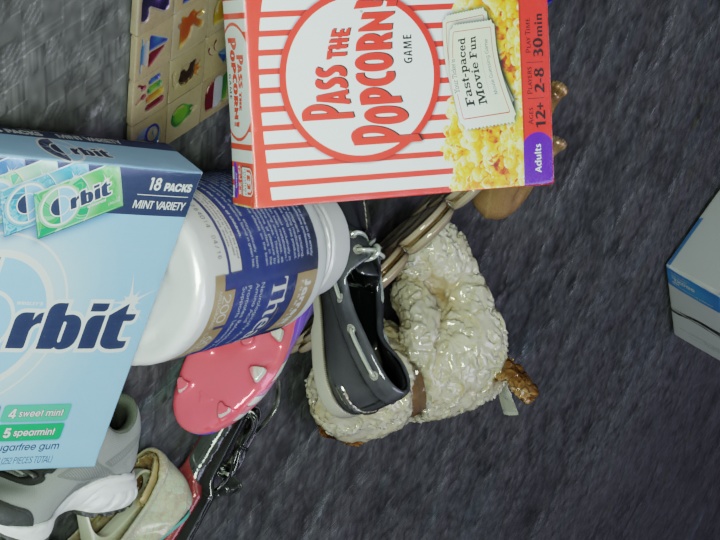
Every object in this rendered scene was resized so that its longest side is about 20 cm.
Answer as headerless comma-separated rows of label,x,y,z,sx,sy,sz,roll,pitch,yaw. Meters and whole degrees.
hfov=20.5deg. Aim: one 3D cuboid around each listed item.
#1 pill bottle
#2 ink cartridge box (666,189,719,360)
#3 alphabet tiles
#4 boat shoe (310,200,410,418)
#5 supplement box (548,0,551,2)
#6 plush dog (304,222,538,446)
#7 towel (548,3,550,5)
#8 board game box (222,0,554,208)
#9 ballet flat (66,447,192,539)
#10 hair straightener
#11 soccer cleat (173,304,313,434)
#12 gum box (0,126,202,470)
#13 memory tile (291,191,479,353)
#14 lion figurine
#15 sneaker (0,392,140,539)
pill bottle,-0.091,-0.008,1.275,0.200,0.111,0.111,-15,131,-59
ink cartridge box,0.449,0.002,2.434,0.145,0.084,0.200,-52,155,-15
alphabet tiles,-0.084,-0.177,1.222,0.167,0.008,0.200,-39,149,-40
boat shoe,0.000,0.000,1.382,0.073,0.063,0.200,3,78,-49
supplement box,0.108,-0.288,1.363,0.101,0.103,0.200,-31,145,-49
plush dog,0.035,0.082,1.634,0.172,0.161,0.200,-24,145,-18
towel,0.099,-0.186,1.516,0.200,0.024,0.145,-38,167,-42
board game box,0.018,-0.121,1.223,0.200,0.046,0.152,-6,98,-20
ballet flat,-0.197,0.198,1.395,0.200,0.067,0.062,-46,126,-37
hair straightener,-0.116,0.147,1.519,0.200,0.041,0.077,-64,157,-1
soccer cleat,-0.065,0.037,1.451,0.200,0.067,0.076,-59,161,-8
gum box,-0.195,0.019,1.122,0.170,0.045,0.200,4,115,-45
memory tile,0.021,-0.009,1.510,0.200,0.017,0.153,-44,-176,-14
lion figurine,0.119,-0.089,1.658,0.123,0.072,0.200,-57,155,-22
sneaker,-0.204,0.122,1.267,0.200,0.074,0.079,-17,124,-67
